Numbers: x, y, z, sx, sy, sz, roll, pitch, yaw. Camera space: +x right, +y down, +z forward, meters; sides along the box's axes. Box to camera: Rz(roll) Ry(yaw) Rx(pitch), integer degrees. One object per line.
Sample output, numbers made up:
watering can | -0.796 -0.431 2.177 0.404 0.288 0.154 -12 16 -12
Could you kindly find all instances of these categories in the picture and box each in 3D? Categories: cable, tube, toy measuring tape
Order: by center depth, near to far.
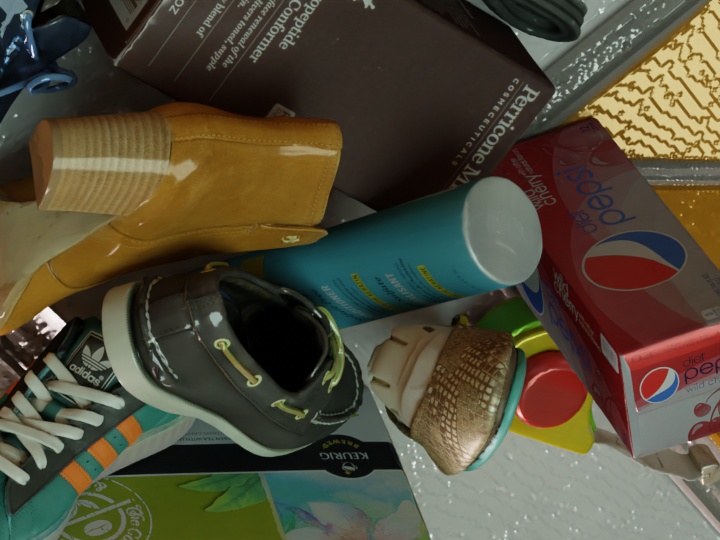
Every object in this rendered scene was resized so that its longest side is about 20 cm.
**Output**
cable | 0.046 -0.159 1.253 0.200 0.097 0.050 18 76 -37
tube | 0.000 0.000 1.301 0.077 0.050 0.200 36 148 -29
toy measuring tape | 0.121 0.058 1.424 0.200 0.074 0.074 19 112 -28

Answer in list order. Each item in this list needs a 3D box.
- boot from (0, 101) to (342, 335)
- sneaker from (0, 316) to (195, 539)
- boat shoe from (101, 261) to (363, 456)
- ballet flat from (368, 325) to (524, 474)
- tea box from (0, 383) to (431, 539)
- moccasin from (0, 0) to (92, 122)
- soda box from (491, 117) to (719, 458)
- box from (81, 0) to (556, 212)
boot | -0.095 -0.017 1.254 0.144 0.071 0.201 2 157 -22
sneaker | -0.138 0.065 1.260 0.200 0.071 0.080 -38 155 -47
boat shoe | -0.043 0.042 1.269 0.061 0.072 0.201 -18 163 23
ballet flat | 0.035 0.056 1.268 0.065 0.200 0.071 23 83 0
tea box | -0.075 0.166 1.332 0.200 0.197 0.134 -1 129 -20
moccasin | -0.149 -0.115 1.200 0.068 0.080 0.200 16 109 -11
soda box | 0.122 0.004 1.309 0.070 0.200 0.063 -18 124 -9
box | -0.019 -0.104 1.273 0.200 0.075 0.100 27 109 -32
